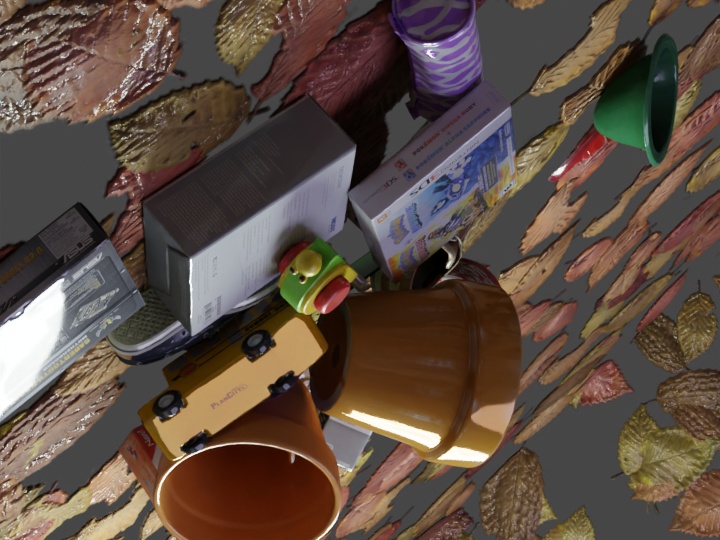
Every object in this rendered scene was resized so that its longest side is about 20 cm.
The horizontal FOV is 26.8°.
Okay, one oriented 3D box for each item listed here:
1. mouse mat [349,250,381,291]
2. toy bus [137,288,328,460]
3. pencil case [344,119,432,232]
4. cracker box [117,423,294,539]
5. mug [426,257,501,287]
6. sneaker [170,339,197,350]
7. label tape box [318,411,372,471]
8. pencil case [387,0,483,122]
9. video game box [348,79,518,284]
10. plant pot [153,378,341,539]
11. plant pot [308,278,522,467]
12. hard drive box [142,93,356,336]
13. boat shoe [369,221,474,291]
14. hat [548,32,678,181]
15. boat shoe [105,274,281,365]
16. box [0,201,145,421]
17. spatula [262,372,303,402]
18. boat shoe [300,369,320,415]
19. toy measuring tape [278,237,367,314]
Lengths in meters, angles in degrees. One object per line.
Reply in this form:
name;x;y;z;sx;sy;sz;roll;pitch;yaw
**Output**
mouse mat;0.000;0.000;1.742;0.160;0.008;0.200;-36;-175;-23
toy bus;-0.132;0.102;1.525;0.199;0.078;0.065;-34;124;-5
pencil case;0.066;-0.110;1.666;0.200;0.089;0.078;-47;-156;13
cracker box;-0.167;0.212;1.778;0.199;0.135;0.058;-28;167;-39
mug;0.124;0.074;1.961;0.132;0.180;0.200;-15;180;8
sneaker;-0.126;0.045;1.623;0.199;0.066;0.091;-33;156;-35
label tape box;0.002;0.118;1.815;0.202;0.063;0.144;-63;-166;14
pencil case;0.076;-0.213;1.473;0.084;0.085;0.200;-18;158;0
video game box;0.080;-0.086;1.555;0.181;0.047;0.200;-37;160;-5
plant pot;-0.118;0.194;1.625;0.197;0.141;0.202;0;134;0
plant pot;0.049;0.100;1.624;0.181;0.202;0.201;10;135;-21
hard drive box;-0.106;-0.051;1.442;0.199;0.077;0.156;-35;160;-23
boat shoe;0.094;-0.025;1.846;0.200;0.071;0.076;-50;129;-29
hat;0.328;-0.225;2.053;0.165;0.174;0.203;11;86;-65
boat shoe;-0.166;0.036;1.514;0.199;0.075;0.062;-28;156;-22
box;-0.291;0.047;1.317;0.199;0.048;0.159;-40;162;-11
spatula;-0.064;0.066;1.598;0.056;0.021;0.201;-20;-144;37
boat shoe;-0.062;0.123;1.704;0.075;0.086;0.203;-51;163;-28
toy measuring tape;-0.039;0.014;1.501;0.074;0.074;0.200;-43;166;1
